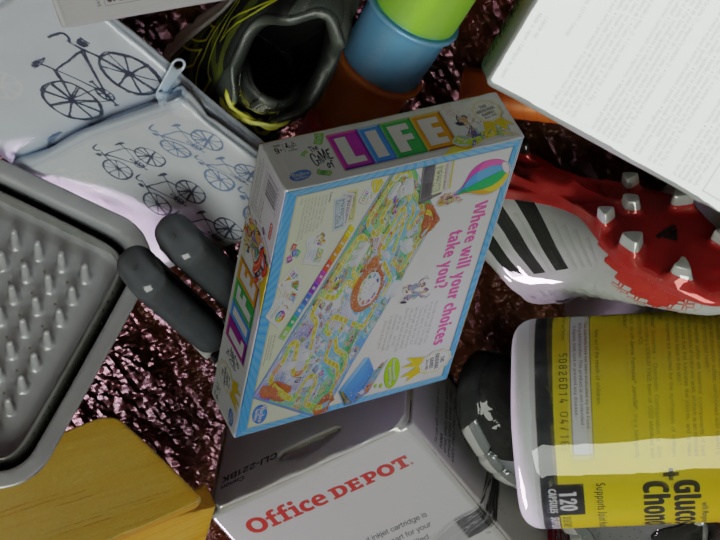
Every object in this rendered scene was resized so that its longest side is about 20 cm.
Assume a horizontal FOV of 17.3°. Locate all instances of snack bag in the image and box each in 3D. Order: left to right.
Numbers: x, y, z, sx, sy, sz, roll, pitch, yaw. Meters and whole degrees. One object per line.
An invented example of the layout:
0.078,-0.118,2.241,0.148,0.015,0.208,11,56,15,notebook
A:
-0.140,-0.075,1.252,0.200,0.021,0.188,40,149,-24,snack bag

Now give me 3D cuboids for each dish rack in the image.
-0.229,0.019,1.285,0.199,0.172,0.044,24,157,8,dish rack

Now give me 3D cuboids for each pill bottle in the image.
0.181,0.076,1.240,0.199,0.112,0.112,-3,127,7,pill bottle

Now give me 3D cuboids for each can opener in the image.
-0.069,0.032,1.305,0.053,0.067,0.200,-40,157,1,can opener

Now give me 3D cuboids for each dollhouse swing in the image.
-0.204,0.105,1.377,0.181,0.176,0.200,-22,167,-12,dollhouse swing

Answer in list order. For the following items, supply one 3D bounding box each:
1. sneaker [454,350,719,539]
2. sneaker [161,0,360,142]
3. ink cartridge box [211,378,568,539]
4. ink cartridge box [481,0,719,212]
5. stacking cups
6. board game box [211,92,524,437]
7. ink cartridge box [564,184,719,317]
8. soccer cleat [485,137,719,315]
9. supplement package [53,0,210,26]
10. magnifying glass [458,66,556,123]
0.149,0.105,1.376,0.115,0.075,0.200,-10,139,38,sneaker
-0.061,-0.100,1.236,0.074,0.085,0.200,23,131,-14,sneaker
0.024,0.155,1.430,0.144,0.084,0.200,-26,123,22,ink cartridge box
0.185,-0.119,1.200,0.199,0.057,0.163,27,112,-10,ink cartridge box
0.023,-0.120,1.240,0.060,0.061,0.200,21,128,-12,stacking cups
0.000,0.000,1.242,0.134,0.034,0.200,-13,144,-23,board game box
0.234,0.039,1.331,0.200,0.085,0.146,32,122,-17,ink cartridge box
0.120,-0.011,1.265,0.199,0.069,0.085,24,134,30,soccer cleat
-0.054,-0.228,1.091,0.199,0.152,0.151,-9,127,10,supplement package
0.152,-0.084,1.259,0.199,0.080,0.022,8,162,8,magnifying glass
